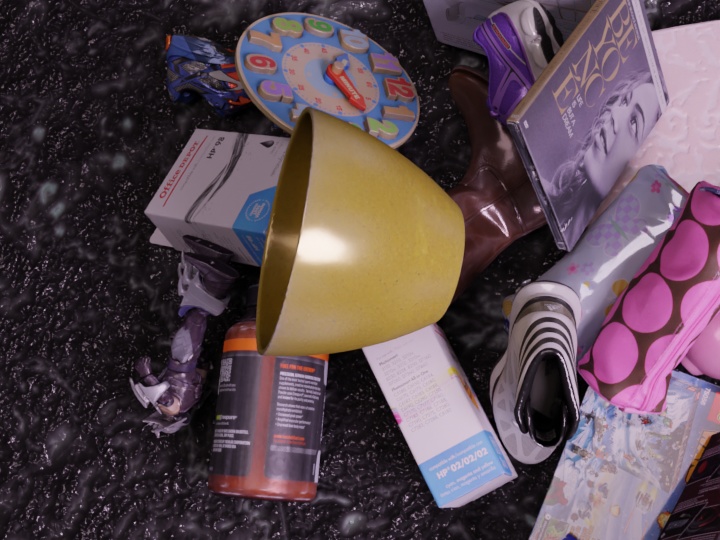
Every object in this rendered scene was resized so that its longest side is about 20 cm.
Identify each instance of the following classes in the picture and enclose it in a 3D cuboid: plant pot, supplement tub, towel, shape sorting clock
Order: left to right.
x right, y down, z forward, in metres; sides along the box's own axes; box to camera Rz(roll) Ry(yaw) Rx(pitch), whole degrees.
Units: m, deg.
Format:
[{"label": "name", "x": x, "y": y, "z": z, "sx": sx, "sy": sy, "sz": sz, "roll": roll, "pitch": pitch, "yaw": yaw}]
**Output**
[{"label": "supplement tub", "x": -0.085, "y": 0.118, "z": 0.865, "sx": 0.106, "sy": 0.107, "sz": 0.202, "roll": 2, "pitch": 77, "yaw": 16}, {"label": "shape sorting clock", "x": -0.030, "y": -0.195, "z": 0.906, "sx": 0.201, "sy": 0.199, "sz": 0.039, "roll": 56, "pitch": 136, "yaw": 20}, {"label": "plant pot", "x": 0.002, "y": -0.019, "z": 0.736, "sx": 0.141, "sy": 0.200, "sz": 0.202, "roll": 11, "pitch": 78, "yaw": -13}, {"label": "towel", "x": 0.302, "y": -0.138, "z": 0.862, "sx": 0.189, "sy": 0.032, "sz": 0.202, "roll": -7, "pitch": 74, "yaw": 15}]

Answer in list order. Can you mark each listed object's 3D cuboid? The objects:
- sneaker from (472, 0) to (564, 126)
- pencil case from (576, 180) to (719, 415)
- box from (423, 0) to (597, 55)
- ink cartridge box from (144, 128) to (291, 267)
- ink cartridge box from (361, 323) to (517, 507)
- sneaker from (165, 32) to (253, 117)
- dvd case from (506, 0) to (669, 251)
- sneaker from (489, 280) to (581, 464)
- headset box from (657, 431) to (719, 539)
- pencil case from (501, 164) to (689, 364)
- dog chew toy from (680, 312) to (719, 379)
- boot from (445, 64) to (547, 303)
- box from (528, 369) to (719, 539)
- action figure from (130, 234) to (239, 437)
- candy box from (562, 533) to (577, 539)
[{"label": "sneaker", "x": 0.161, "y": -0.144, "z": 0.822, "sx": 0.083, "sy": 0.081, "sz": 0.202, "roll": -14, "pitch": 103, "yaw": 36}, {"label": "pencil case", "x": 0.258, "y": 0.027, "z": 0.722, "sx": 0.201, "sy": 0.090, "sz": 0.094, "roll": -64, "pitch": 25, "yaw": 23}, {"label": "box", "x": 0.154, "y": -0.283, "z": 0.844, "sx": 0.199, "sy": 0.177, "sz": 0.097, "roll": 22, "pitch": 74, "yaw": 29}, {"label": "ink cartridge box", "x": -0.136, "y": -0.077, "z": 0.912, "sx": 0.198, "sy": 0.067, "sz": 0.117, "roll": 10, "pitch": 61, "yaw": 32}, {"label": "ink cartridge box", "x": 0.064, "y": 0.110, "z": 0.820, "sx": 0.067, "sy": 0.115, "sz": 0.201, "roll": -29, "pitch": 71, "yaw": 6}, {"label": "sneaker", "x": -0.129, "y": -0.205, "z": 0.986, "sx": 0.198, "sy": 0.075, "sz": 0.079, "roll": 15, "pitch": 96, "yaw": 21}, {"label": "dvd case", "x": 0.204, "y": -0.138, "z": 0.770, "sx": 0.016, "sy": 0.149, "sz": 0.201, "roll": 15, "pitch": 58, "yaw": 43}, {"label": "sneaker", "x": 0.141, "y": 0.118, "z": 0.746, "sx": 0.075, "sy": 0.202, "sz": 0.116, "roll": 6, "pitch": 40, "yaw": 11}, {"label": "headset box", "x": 0.303, "y": 0.232, "z": 0.670, "sx": 0.149, "sy": 0.075, "sz": 0.200, "roll": 46, "pitch": 53, "yaw": 0}, {"label": "pencil case", "x": 0.219, "y": 0.000, "z": 0.805, "sx": 0.200, "sy": 0.083, "sz": 0.091, "roll": -45, "pitch": 38, "yaw": 14}, {"label": "dog chew toy", "x": 0.355, "y": 0.016, "z": 0.766, "sx": 0.200, "sy": 0.124, "sz": 0.125, "roll": -45, "pitch": 69, "yaw": 16}, {"label": "boot", "x": 0.082, "y": -0.081, "z": 0.855, "sx": 0.199, "sy": 0.064, "sz": 0.187, "roll": -36, "pitch": 77, "yaw": -15}, {"label": "box", "x": 0.246, "y": 0.183, "z": 0.792, "sx": 0.136, "sy": 0.040, "sz": 0.202, "roll": 22, "pitch": 83, "yaw": 20}, {"label": "action figure", "x": -0.171, "y": 0.074, "z": 0.871, "sx": 0.069, "sy": 0.130, "sz": 0.202, "roll": 18, "pitch": 105, "yaw": -2}, {"label": "candy box", "x": 0.175, "y": 0.351, "z": 0.729, "sx": 0.169, "sy": 0.077, "sz": 0.201, "roll": 37, "pitch": 99, "yaw": 19}]
